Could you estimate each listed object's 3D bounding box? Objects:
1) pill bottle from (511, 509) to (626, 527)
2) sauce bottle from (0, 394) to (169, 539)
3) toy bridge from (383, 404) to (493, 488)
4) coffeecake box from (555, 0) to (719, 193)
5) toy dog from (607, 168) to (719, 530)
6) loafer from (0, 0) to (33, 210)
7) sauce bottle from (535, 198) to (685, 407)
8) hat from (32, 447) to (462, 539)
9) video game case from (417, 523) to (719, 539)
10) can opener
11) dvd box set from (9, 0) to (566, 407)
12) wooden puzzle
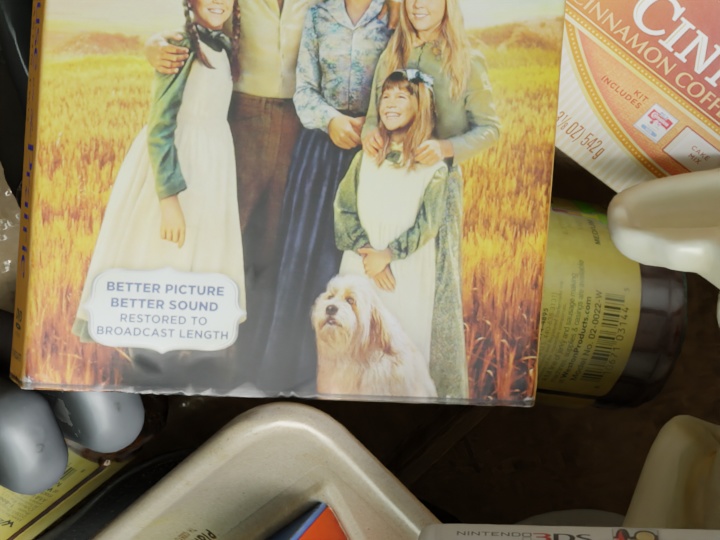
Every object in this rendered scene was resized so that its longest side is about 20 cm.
[{"bbox_3d":[0.086,0.173,0.853,0.113,0.113,0.200,-9,136,10],"label":"pill bottle"},{"bbox_3d":[-0.155,0.085,0.874,0.200,0.066,0.066,-37,112,22],"label":"sauce bottle"},{"bbox_3d":[0.023,0.009,0.834,0.067,0.027,0.200,11,121,-4],"label":"toy bridge"},{"bbox_3d":[0.146,-0.100,0.731,0.153,0.073,0.200,36,117,-16],"label":"coffeecake box"},{"bbox_3d":[0.157,0.075,0.729,0.194,0.140,0.200,-16,121,-28],"label":"toy dog"},{"bbox_3d":[-0.105,-0.095,0.754,0.071,0.073,0.200,9,115,44],"label":"loafer"},{"bbox_3d":[0.000,0.000,0.746,0.200,0.065,0.065,10,124,-26],"label":"sauce bottle"},{"bbox_3d":[-0.041,0.156,0.877,0.200,0.081,0.201,2,133,3],"label":"hat"},{"bbox_3d":[0.104,0.157,0.662,0.182,0.023,0.200,1,117,2],"label":"video game case"},{"bbox_3d":[-0.128,0.039,0.776,0.053,0.200,0.066,-30,109,-27],"label":"can opener"},{"bbox_3d":[-0.016,-0.065,0.676,0.146,0.029,0.200,4,95,-15],"label":"dvd box set"},{"bbox_3d":[0.003,0.139,0.740,0.200,0.046,0.185,41,146,-5],"label":"wooden puzzle"}]
